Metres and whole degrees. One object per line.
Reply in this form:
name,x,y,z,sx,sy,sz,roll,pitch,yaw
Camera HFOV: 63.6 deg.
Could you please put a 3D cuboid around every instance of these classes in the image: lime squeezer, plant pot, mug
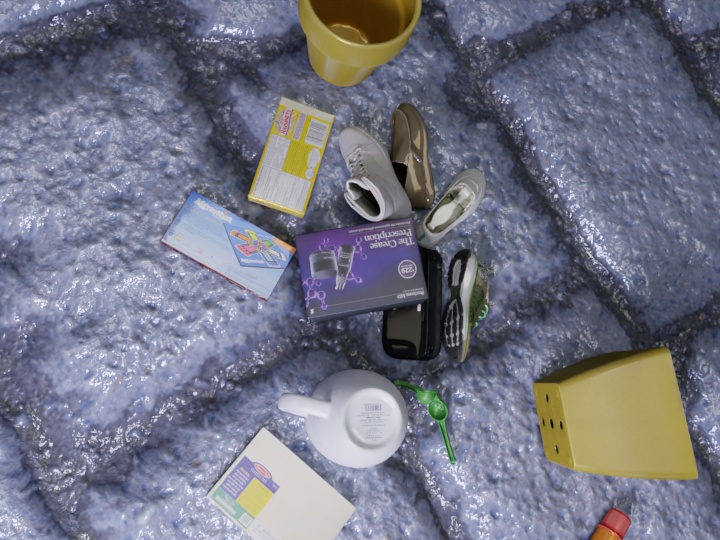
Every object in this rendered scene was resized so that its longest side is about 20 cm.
lime squeezer,0.111,0.230,0.964,0.201,0.038,0.071,56,49,-24
plant pot,-0.016,-0.425,1.012,0.199,0.189,0.202,3,77,-12
mug,-0.027,0.218,0.879,0.199,0.175,0.149,15,75,-10
plant pot,0.404,0.245,0.976,0.175,0.200,0.202,-7,80,-2

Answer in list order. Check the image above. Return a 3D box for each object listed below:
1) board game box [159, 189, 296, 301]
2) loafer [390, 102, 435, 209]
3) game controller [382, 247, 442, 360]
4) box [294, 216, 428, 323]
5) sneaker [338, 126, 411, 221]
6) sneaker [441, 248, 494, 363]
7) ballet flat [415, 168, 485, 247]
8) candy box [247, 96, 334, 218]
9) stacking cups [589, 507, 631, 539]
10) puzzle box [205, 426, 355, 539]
board game box,-0.219,-0.041,0.971,0.199,0.019,0.103,30,75,-6
loafer,0.084,-0.207,1.048,0.067,0.076,0.201,-9,80,-21
game controller,0.092,0.055,1.019,0.103,0.042,0.202,3,77,2
box,0.000,0.000,0.967,0.198,0.079,0.142,-10,82,-4
sneaker,0.005,-0.170,0.991,0.201,0.074,0.115,57,28,13
sneaker,0.201,0.066,1.023,0.088,0.077,0.201,14,77,-19
ballet flat,0.172,-0.120,1.056,0.069,0.069,0.200,45,72,-1
candy box,-0.120,-0.201,1.025,0.102,0.026,0.201,17,75,-7
stacking cups,0.395,0.500,0.984,0.061,0.061,0.200,46,69,0
puzzle box,-0.122,0.359,0.905,0.200,0.025,0.133,42,73,-2
